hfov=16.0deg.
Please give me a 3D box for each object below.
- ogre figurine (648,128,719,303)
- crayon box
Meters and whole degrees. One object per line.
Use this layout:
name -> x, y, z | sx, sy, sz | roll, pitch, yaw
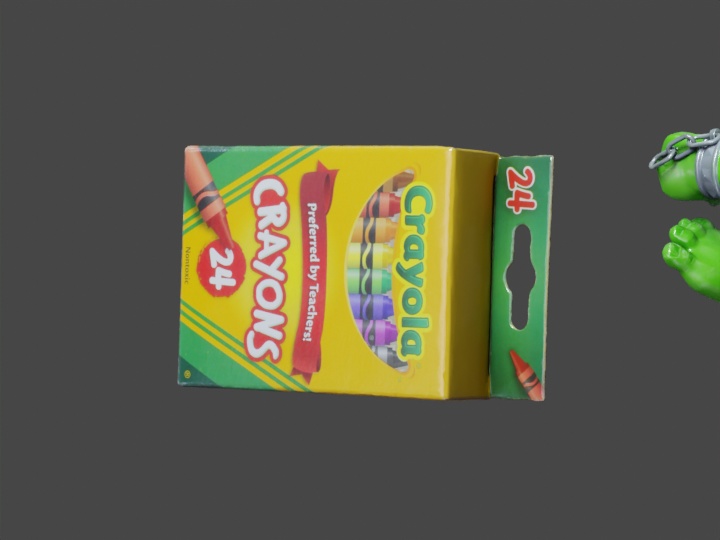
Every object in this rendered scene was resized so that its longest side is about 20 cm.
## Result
ogre figurine -> 0.211, 0.013, 1.146 | 0.120, 0.098, 0.201 | -35, 54, 46
crayon box -> 0.000, 0.000, 1.302 | 0.199, 0.051, 0.128 | 1, 89, 32
